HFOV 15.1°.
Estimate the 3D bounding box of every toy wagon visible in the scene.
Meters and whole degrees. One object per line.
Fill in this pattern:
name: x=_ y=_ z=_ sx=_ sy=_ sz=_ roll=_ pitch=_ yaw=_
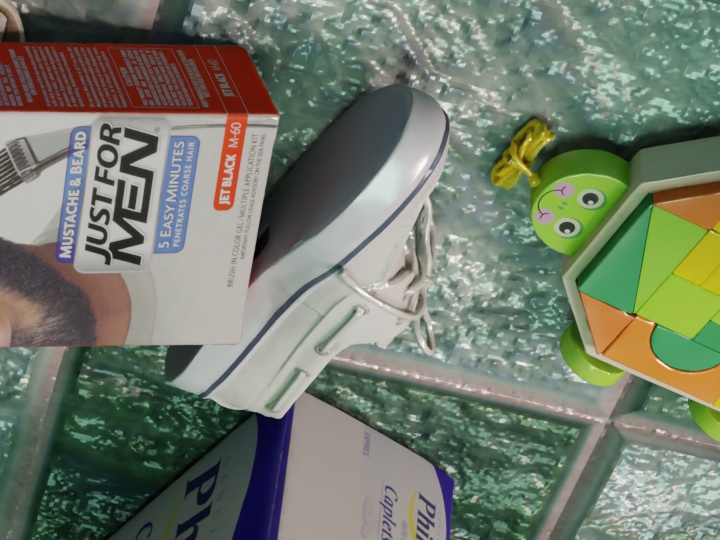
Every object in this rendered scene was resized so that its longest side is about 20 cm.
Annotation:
toy wagon: x=0.146 y=-0.001 z=1.152 sx=0.200 sy=0.040 sz=0.155 roll=23 pitch=130 yaw=-17

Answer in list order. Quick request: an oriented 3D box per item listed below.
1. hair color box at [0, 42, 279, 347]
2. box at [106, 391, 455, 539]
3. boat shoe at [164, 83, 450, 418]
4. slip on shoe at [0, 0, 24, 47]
hair color box: x=-0.141 y=-0.029 z=1.080 sx=0.200 sy=0.064 sz=0.111 roll=0 pitch=122 yaw=-18
box: x=-0.061 y=0.186 z=1.246 sx=0.105 sy=0.184 sz=0.200 roll=33 pitch=127 yaw=-22
boat shoe: x=-0.001 y=0.004 z=1.145 sx=0.086 sy=0.075 sz=0.202 roll=26 pitch=132 yaw=-18
slip on shoe: x=-0.200 y=-0.040 z=1.129 sx=0.076 sy=0.061 sz=0.200 roll=12 pitch=117 yaw=-26
